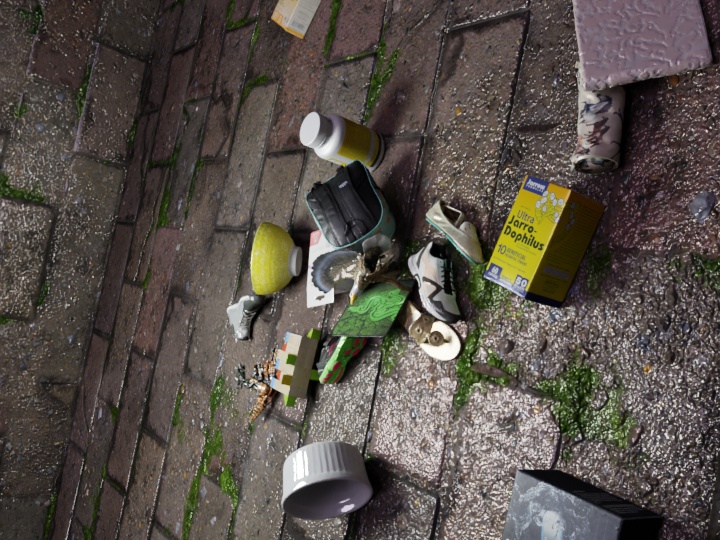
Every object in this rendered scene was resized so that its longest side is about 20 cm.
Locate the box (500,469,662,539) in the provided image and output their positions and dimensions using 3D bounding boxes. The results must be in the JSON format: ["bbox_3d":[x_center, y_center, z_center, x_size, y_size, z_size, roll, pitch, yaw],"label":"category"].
[{"bbox_3d":[0.331,0.440,1.075,0.199,0.117,0.199,12,89,53],"label":"box"}]

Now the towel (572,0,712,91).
[{"bbox_3d":[0.466,-0.403,1.161,0.198,0.032,0.193,-8,69,20],"label":"towel"}]

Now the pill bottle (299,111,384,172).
[{"bbox_3d":[-0.046,-0.318,1.698,0.111,0.199,0.112,-18,66,46],"label":"pill bottle"}]

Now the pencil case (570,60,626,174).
[{"bbox_3d":[0.415,-0.269,1.208,0.089,0.078,0.202,4,82,19],"label":"pencil case"}]

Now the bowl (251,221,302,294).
[{"bbox_3d":[-0.219,-0.029,1.881,0.107,0.200,0.202,6,81,8],"label":"bowl"}]

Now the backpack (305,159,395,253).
[{"bbox_3d":[-0.014,-0.126,1.617,0.175,0.153,0.201,-31,53,7],"label":"backpack"}]

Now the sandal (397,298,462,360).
[{"bbox_3d":[0.122,0.123,1.463,0.212,0.069,0.078,41,111,48],"label":"sandal"}]

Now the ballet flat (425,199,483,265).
[{"bbox_3d":[0.202,-0.088,1.435,0.063,0.067,0.200,-53,43,12],"label":"ballet flat"}]

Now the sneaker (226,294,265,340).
[{"bbox_3d":[-0.330,0.144,2.023,0.200,0.074,0.117,-30,61,55],"label":"sneaker"}]

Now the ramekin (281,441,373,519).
[{"bbox_3d":[-0.078,0.459,1.514,0.200,0.199,0.098,-46,40,32],"label":"ramekin"}]

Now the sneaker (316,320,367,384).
[{"bbox_3d":[-0.053,0.184,1.657,0.201,0.076,0.084,-54,47,24],"label":"sneaker"}]

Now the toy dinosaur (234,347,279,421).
[{"bbox_3d":[-0.271,0.306,1.883,0.135,0.102,0.201,19,72,35],"label":"toy dinosaur"}]

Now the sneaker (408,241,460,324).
[{"bbox_3d":[0.163,0.022,1.441,0.080,0.073,0.201,-47,47,29],"label":"sneaker"}]

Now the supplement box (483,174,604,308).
[{"bbox_3d":[0.326,-0.051,1.232,0.109,0.109,0.202,32,104,50],"label":"supplement box"}]

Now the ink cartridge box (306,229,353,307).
[{"bbox_3d":[-0.074,-0.005,1.746,0.116,0.067,0.202,-14,67,48],"label":"ink cartridge box"}]

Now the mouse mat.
[{"bbox_3d":[0.027,0.087,1.583,0.199,0.008,0.162,-4,47,49],"label":"mouse mat"}]

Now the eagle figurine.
[{"bbox_3d":[-0.004,0.006,1.555,0.151,0.152,0.199,-39,24,-22],"label":"eagle figurine"}]

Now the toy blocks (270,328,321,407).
[{"bbox_3d":[-0.175,0.241,1.790,0.136,0.099,0.202,5,81,62],"label":"toy blocks"}]

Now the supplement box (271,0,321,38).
[{"bbox_3d":[-0.185,-0.839,2.126,0.201,0.073,0.126,-60,42,19],"label":"supplement box"}]
